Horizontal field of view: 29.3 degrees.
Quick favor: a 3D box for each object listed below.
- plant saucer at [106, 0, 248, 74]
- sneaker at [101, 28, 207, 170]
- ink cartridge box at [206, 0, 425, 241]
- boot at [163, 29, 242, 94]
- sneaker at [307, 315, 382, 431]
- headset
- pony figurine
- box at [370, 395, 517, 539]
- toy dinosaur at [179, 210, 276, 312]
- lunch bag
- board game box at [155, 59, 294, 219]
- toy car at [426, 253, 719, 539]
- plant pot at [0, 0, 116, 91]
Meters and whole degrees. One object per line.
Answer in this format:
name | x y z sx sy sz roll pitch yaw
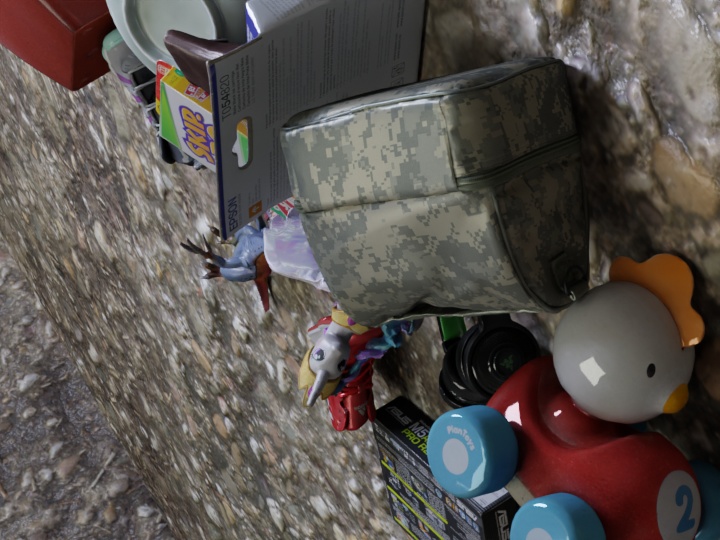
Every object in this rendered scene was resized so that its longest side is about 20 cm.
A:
plant saucer | -0.168 -0.243 1.294 0.199 0.050 0.201 17 131 20
sneaker | -0.198 -0.170 1.459 0.141 0.077 0.200 68 -170 22
ink cartridge box | -0.040 -0.139 1.047 0.041 0.199 0.200 46 153 27
boot | -0.101 -0.166 1.176 0.165 0.073 0.200 25 173 15
sneaker | 0.001 0.099 1.379 0.200 0.078 0.116 135 120 -81
headset | 0.119 0.080 1.155 0.124 0.093 0.202 120 135 -70
pony figurine | 0.000 0.000 1.180 0.194 0.165 0.201 -81 17 -54
box | 0.091 0.243 1.414 0.200 0.044 0.161 37 148 48
toy dinosaur | -0.112 -0.032 1.560 0.199 0.106 0.181 32 163 -36
lunch bag | 0.055 -0.046 0.952 0.199 0.139 0.169 -5 102 42
board game box | -0.121 -0.119 1.318 0.199 0.030 0.096 36 152 10
toy car | 0.179 0.087 0.928 0.177 0.183 0.201 45 125 36
plant pot | -0.301 -0.314 1.458 0.177 0.199 0.200 51 157 8
